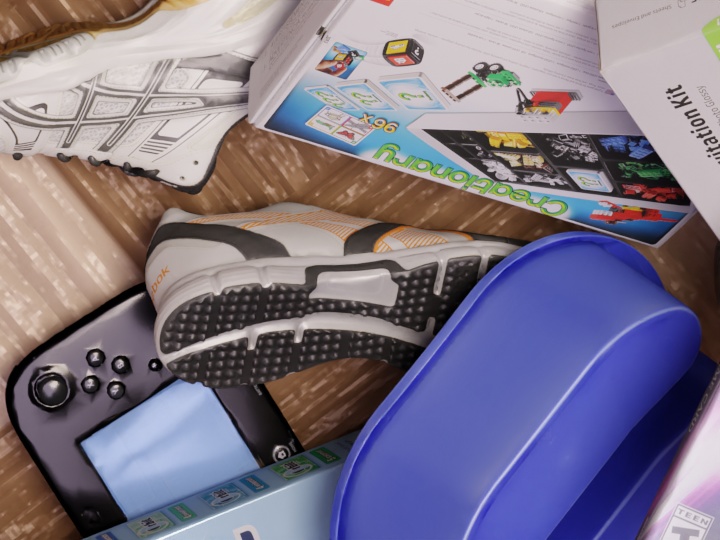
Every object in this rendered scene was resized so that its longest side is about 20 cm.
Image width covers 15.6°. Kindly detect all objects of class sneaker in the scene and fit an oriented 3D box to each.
[{"bbox_3d":[-0.101,-0.066,1.112,0.199,0.076,0.088,-19,105,1],"label":"sneaker"},{"bbox_3d":[0.000,0.000,1.142,0.199,0.080,0.074,1,127,-23],"label":"sneaker"}]

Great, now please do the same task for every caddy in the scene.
[{"bbox_3d":[0.075,0.080,1.117,0.200,0.105,0.141,-50,132,-9],"label":"caddy"}]

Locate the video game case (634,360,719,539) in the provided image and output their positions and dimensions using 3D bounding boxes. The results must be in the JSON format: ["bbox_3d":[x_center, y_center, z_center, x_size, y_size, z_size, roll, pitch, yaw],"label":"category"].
[{"bbox_3d":[0.202,0.054,0.981,0.142,0.019,0.201,23,100,-7],"label":"video game case"}]

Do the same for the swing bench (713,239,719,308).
[{"bbox_3d":[0.271,0.040,1.101,0.198,0.130,0.201,-16,65,-1],"label":"swing bench"}]

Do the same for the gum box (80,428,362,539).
[{"bbox_3d":[-0.047,0.181,1.157,0.199,0.045,0.171,-21,102,-15],"label":"gum box"}]

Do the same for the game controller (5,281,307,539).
[{"bbox_3d":[-0.072,0.103,1.177,0.104,0.042,0.201,-30,106,4],"label":"game controller"}]

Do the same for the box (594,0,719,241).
[{"bbox_3d":[0.209,-0.076,0.983,0.199,0.041,0.156,-17,140,23],"label":"box"}]

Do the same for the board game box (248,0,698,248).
[{"bbox_3d":[0.070,-0.078,1.063,0.199,0.035,0.126,16,142,-23],"label":"board game box"}]
